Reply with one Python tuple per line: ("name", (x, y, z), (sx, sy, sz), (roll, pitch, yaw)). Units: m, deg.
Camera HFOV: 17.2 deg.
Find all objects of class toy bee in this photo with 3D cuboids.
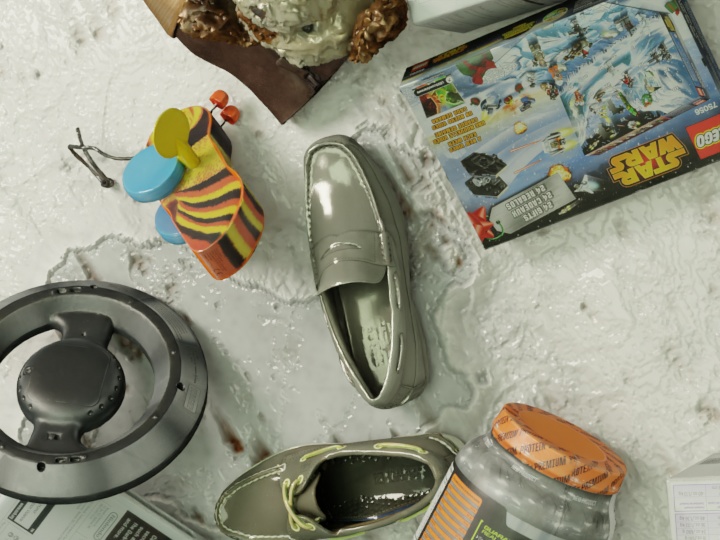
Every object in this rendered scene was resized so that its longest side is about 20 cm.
("toy bee", (-0.123, -0.081, 1.717), (0.109, 0.131, 0.200), (-44, 65, -8))

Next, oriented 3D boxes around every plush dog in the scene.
("plush dog", (-0.049, -0.218, 1.604), (0.200, 0.160, 0.172), (11, 129, 32))

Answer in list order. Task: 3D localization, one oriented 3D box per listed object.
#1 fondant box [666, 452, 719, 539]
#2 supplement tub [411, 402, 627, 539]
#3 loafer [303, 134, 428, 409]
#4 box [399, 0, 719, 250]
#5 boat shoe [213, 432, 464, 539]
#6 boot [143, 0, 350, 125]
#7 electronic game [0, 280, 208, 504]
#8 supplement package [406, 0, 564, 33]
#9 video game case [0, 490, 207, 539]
("fondant box", (0.250, 0.226, 1.567), (0.058, 0.144, 0.200), (-5, 90, 20))
("supplement tub", (0.096, 0.200, 1.637), (0.122, 0.123, 0.200), (31, 103, 17))
("loafer", (0.000, 0.000, 1.691), (0.070, 0.070, 0.200), (-19, 86, 21))
("box", (0.145, -0.111, 1.619), (0.200, 0.040, 0.137), (-21, 111, 20))
("boat shoe", (-0.021, 0.158, 1.712), (0.201, 0.060, 0.072), (-14, 87, 21))
("boot", (-0.057, -0.222, 1.694), (0.166, 0.072, 0.200), (41, 118, 0))
("electronic game", (-0.210, 0.086, 1.732), (0.200, 0.200, 0.042), (21, 144, 19))
("supplement package", (0.130, -0.243, 1.609), (0.200, 0.110, 0.114), (-15, 87, 21))
("video game case", (-0.215, 0.247, 1.772), (0.182, 0.023, 0.200), (35, 105, -11))
